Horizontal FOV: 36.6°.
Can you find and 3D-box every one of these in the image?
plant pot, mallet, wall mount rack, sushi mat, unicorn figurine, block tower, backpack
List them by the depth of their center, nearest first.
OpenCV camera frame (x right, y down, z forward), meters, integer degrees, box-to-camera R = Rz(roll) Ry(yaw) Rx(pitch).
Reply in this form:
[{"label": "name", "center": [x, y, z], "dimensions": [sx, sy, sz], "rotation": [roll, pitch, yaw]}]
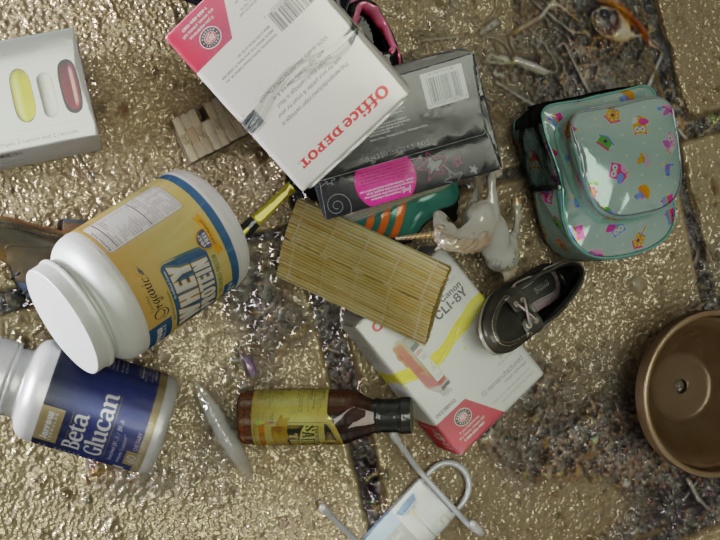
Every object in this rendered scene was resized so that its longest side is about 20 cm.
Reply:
[{"label": "sushi mat", "center": [0.000, 0.000, 1.210], "dimensions": [0.198, 0.012, 0.097], "rotation": [25, 109, 17]}, {"label": "block tower", "center": [-0.119, -0.190, 1.244], "dimensions": [0.198, 0.054, 0.058], "rotation": [-27, 97, -12]}, {"label": "unicorn figurine", "center": [0.140, -0.053, 1.246], "dimensions": [0.199, 0.073, 0.139], "rotation": [37, 52, -37]}, {"label": "mallet", "center": [-0.110, -0.055, 1.260], "dimensions": [0.066, 0.041, 0.201], "rotation": [40, 86, -13]}, {"label": "wall mount rack", "center": [0.045, 0.288, 1.277], "dimensions": [0.200, 0.075, 0.174], "rotation": [-45, 98, -10]}, {"label": "backpack", "center": [0.293, -0.110, 1.298], "dimensions": [0.174, 0.153, 0.203], "rotation": [-13, 99, -18]}, {"label": "plant pot", "center": [0.421, 0.148, 1.357], "dimensions": [0.198, 0.093, 0.204], "rotation": [0, 91, -13]}]

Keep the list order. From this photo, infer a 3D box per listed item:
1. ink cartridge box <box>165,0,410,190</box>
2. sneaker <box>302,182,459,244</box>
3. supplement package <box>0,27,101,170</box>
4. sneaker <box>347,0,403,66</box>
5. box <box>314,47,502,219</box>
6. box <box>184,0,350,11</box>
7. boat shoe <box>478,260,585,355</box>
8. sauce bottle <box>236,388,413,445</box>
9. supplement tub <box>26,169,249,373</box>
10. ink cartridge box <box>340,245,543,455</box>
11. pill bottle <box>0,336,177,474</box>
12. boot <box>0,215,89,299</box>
[{"label": "ink cartridge box", "center": [-0.067, -0.203, 1.065], "dimensions": [0.145, 0.084, 0.200], "rotation": [-41, 100, 10]}, {"label": "sneaker", "center": [0.024, -0.057, 1.270], "dimensions": [0.198, 0.072, 0.081], "rotation": [-20, 116, -1]}, {"label": "supplement package", "center": [-0.380, -0.167, 1.128], "dimensions": [0.197, 0.156, 0.112], "rotation": [-14, 93, -12]}, {"label": "sneaker", "center": [0.026, -0.223, 1.259], "dimensions": [0.078, 0.095, 0.202], "rotation": [-27, 98, -14]}, {"label": "box", "center": [0.037, -0.153, 1.182], "dimensions": [0.197, 0.115, 0.134], "rotation": [-16, 103, 2]}, {"label": "box", "center": [-0.110, -0.336, 1.179], "dimensions": [0.198, 0.182, 0.105], "rotation": [20, 86, -13]}, {"label": "boat shoe", "center": [0.201, 0.034, 1.268], "dimensions": [0.199, 0.057, 0.067], "rotation": [-33, 93, -50]}, {"label": "sauce bottle", "center": [-0.040, 0.165, 1.232], "dimensions": [0.197, 0.066, 0.067], "rotation": [-2, 91, 7]}, {"label": "supplement tub", "center": [-0.231, 0.001, 1.138], "dimensions": [0.199, 0.144, 0.146], "rotation": [-37, 99, -29]}, {"label": "ink cartridge box", "center": [0.094, 0.091, 1.282], "dimensions": [0.145, 0.083, 0.201], "rotation": [-41, 99, -10]}, {"label": "pill bottle", "center": [-0.306, 0.140, 1.172], "dimensions": [0.198, 0.111, 0.112], "rotation": [19, 86, -13]}, {"label": "boot", "center": [-0.371, -0.008, 1.174], "dimensions": [0.197, 0.075, 0.098], "rotation": [2, 87, -15]}]
